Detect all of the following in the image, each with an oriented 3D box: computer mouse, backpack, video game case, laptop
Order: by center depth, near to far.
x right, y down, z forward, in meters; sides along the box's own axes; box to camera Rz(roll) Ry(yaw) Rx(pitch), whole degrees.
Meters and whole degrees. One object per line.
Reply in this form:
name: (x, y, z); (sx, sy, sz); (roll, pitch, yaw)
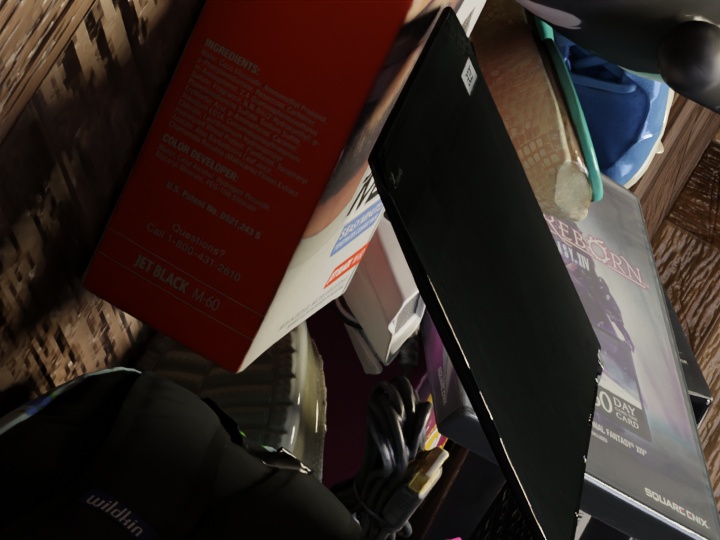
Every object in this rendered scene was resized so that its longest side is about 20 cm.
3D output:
laptop: (0.009, 0.053, 0.767); (0.200, 0.103, 0.177); (-59, -178, 20)
backpack: (-0.073, 0.108, 0.819); (0.154, 0.163, 0.200); (-56, -178, 35)
computer mouse: (0.000, 0.000, 0.998); (0.110, 0.044, 0.200); (109, -20, -66)
video game case: (0.074, 0.013, 1.069); (0.019, 0.143, 0.200); (-40, -143, 29)

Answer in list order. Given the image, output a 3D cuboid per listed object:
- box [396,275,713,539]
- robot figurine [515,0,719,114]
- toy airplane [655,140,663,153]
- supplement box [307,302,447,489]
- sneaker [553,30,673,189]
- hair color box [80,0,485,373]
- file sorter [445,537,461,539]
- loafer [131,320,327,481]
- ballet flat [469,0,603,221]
box: (0.077, 0.054, 1.340); (0.200, 0.104, 0.148); (-103, -146, -58)
robot figurine: (0.104, -0.139, 0.968); (0.200, 0.125, 0.151); (23, 85, -59)
toy airplane: (0.129, -0.127, 1.302); (0.199, 0.141, 0.200); (-52, -151, 11)
supplement box: (-0.020, 0.070, 1.153); (0.110, 0.086, 0.200); (-60, 171, -4)
sneaker: (0.096, -0.121, 1.130); (0.111, 0.077, 0.200); (-42, 141, -70)
hair color box: (-0.005, -0.077, 0.849); (0.200, 0.064, 0.111); (-65, 169, 20)
file sorter: (-0.027, 0.221, 1.160); (0.200, 0.126, 0.139); (-32, 170, 13)
loafer: (-0.051, 0.104, 0.964); (0.070, 0.075, 0.200); (42, 55, -60)
ballet flat: (0.050, -0.064, 1.027); (0.200, 0.062, 0.068); (-95, 170, -67)
